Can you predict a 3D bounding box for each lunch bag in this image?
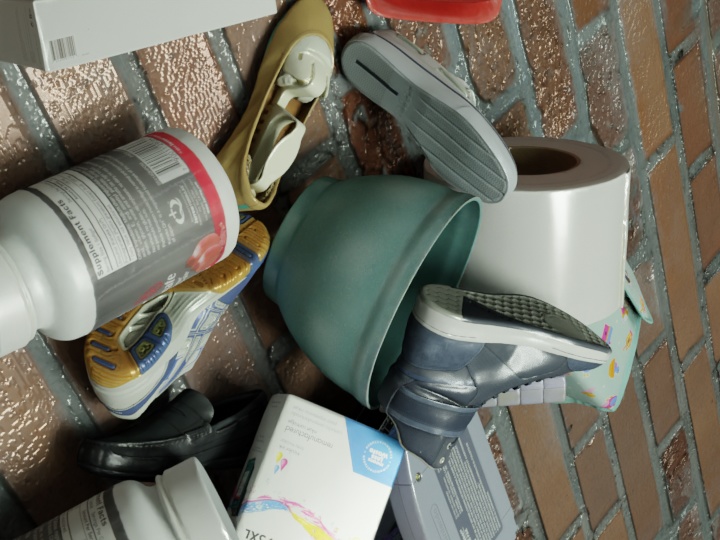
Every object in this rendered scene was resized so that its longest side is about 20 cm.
[{"bbox_3d":[0.252,0.035,1.289,0.170,0.121,0.201,46,62,-42],"label":"lunch bag"}]

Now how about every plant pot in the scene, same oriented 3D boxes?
[{"bbox_3d":[0.000,0.000,0.968,0.201,0.133,0.201,-56,163,-26],"label":"plant pot"}]

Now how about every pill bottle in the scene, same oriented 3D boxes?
[{"bbox_3d":[-0.194,-0.019,0.804,0.199,0.110,0.112,-31,124,-36],"label":"pill bottle"},{"bbox_3d":[-0.192,0.228,0.839,0.199,0.113,0.114,-27,125,-8],"label":"pill bottle"}]

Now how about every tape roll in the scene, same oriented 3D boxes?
[{"bbox_3d":[0.161,-0.042,1.105,0.202,0.202,0.140,-21,117,-41],"label":"tape roll"}]

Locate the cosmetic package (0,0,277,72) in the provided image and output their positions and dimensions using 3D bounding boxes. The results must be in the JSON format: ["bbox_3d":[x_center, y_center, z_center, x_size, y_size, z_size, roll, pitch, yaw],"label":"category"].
[{"bbox_3d":[-0.162,-0.191,0.802,0.199,0.082,0.051,-26,119,-39],"label":"cosmetic package"}]

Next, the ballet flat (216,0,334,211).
[{"bbox_3d":[-0.059,-0.137,0.941,0.068,0.063,0.201,31,80,-45],"label":"ballet flat"}]

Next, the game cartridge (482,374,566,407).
[{"bbox_3d":[0.117,0.079,1.081,0.128,0.200,0.039,0,106,-1],"label":"game cartridge"}]

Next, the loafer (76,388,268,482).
[{"bbox_3d":[-0.151,0.134,0.938,0.200,0.068,0.071,1,95,-52],"label":"loafer"}]

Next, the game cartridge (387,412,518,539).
[{"bbox_3d":[0.085,0.216,1.075,0.133,0.041,0.201,-38,116,-41],"label":"game cartridge"}]

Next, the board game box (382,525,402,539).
[{"bbox_3d":[0.025,0.320,1.175,0.200,0.032,0.121,-34,145,-37],"label":"board game box"}]

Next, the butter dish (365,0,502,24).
[{"bbox_3d":[0.114,-0.319,1.000,0.198,0.147,0.202,-9,110,-44],"label":"butter dish"}]

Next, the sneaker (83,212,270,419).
[{"bbox_3d":[-0.149,0.033,0.914,0.200,0.075,0.088,-46,157,-32],"label":"sneaker"}]

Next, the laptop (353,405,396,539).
[{"bbox_3d":[0.019,0.214,1.102,0.200,0.115,0.188,46,70,-38],"label":"laptop"}]

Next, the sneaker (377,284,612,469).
[{"bbox_3d":[0.107,0.096,0.949,0.201,0.077,0.147,10,112,-29],"label":"sneaker"}]

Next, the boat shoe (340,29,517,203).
[{"bbox_3d":[0.074,-0.148,0.998,0.067,0.200,0.074,-37,171,-40],"label":"boat shoe"}]

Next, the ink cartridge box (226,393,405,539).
[{"bbox_3d":[-0.053,0.217,0.939,0.115,0.067,0.201,23,78,-13],"label":"ink cartridge box"}]
